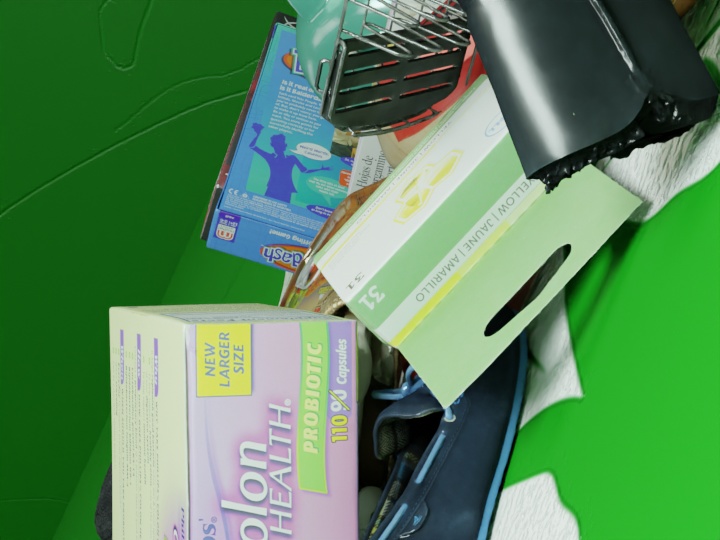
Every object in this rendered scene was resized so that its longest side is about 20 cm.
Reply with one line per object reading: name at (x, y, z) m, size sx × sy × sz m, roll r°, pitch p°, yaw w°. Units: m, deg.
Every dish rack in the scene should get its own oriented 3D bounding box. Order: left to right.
dish rack at (0.048, -0.162, 1.192) m, size 0.153 × 0.054 × 0.201 m, roll -17°, pitch -52°, yaw -52°

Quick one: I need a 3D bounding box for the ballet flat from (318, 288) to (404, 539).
ballet flat at (-0.011, 0.103, 1.322) m, size 0.065 × 0.070 × 0.202 m, roll 19°, pitch -108°, yaw -83°

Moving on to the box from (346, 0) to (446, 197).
box at (0.026, -0.114, 1.491) m, size 0.201 × 0.038 × 0.042 m, roll 104°, pitch 178°, yaw -51°

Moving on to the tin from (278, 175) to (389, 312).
tin at (0.000, 0.000, 1.454) m, size 0.112 × 0.042 × 0.200 m, roll -59°, pitch 13°, yaw -15°

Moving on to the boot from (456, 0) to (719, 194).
boot at (0.123, -0.144, 1.085) m, size 0.199 × 0.169 × 0.076 m, roll -29°, pitch -2°, yaw -27°

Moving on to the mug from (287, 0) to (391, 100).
mug at (0.015, -0.171, 1.613) m, size 0.153 × 0.183 × 0.115 m, roll 95°, pitch -177°, yaw -49°

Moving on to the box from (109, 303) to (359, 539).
box at (-0.074, 0.110, 1.277) m, size 0.200 × 0.096 × 0.178 m, roll -176°, pitch 85°, yaw -73°

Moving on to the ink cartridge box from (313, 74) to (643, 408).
ink cartridge box at (0.055, -0.021, 1.197) m, size 0.146 × 0.048 × 0.200 m, roll -47°, pitch 17°, yaw 2°

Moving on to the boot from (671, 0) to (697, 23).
boot at (0.141, -0.167, 1.222) m, size 0.156 × 0.076 × 0.200 m, roll -64°, pitch 21°, yaw 3°

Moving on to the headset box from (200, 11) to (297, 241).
headset box at (-0.027, -0.080, 1.740) m, size 0.075 × 0.148 × 0.201 m, roll 113°, pitch 175°, yaw -55°

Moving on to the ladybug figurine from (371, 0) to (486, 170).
ladybug figurine at (0.077, -0.132, 1.353) m, size 0.200 × 0.072 × 0.136 m, roll -35°, pitch 10°, yaw 36°

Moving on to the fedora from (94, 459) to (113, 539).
fedora at (-0.120, 0.149, 1.509) m, size 0.200 × 0.091 × 0.202 m, roll -162°, pitch 90°, yaw -73°

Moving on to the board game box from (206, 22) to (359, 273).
board game box at (-0.015, -0.079, 1.655) m, size 0.045 × 0.151 × 0.201 m, roll 109°, pitch 177°, yaw -48°

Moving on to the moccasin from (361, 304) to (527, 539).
moccasin at (0.040, 0.086, 1.197) m, size 0.081 × 0.068 × 0.201 m, roll 122°, pitch 167°, yaw -45°

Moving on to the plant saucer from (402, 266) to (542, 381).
plant saucer at (0.069, -0.009, 1.369) m, size 0.200 × 0.036 × 0.201 m, roll -114°, pitch 46°, yaw -78°
